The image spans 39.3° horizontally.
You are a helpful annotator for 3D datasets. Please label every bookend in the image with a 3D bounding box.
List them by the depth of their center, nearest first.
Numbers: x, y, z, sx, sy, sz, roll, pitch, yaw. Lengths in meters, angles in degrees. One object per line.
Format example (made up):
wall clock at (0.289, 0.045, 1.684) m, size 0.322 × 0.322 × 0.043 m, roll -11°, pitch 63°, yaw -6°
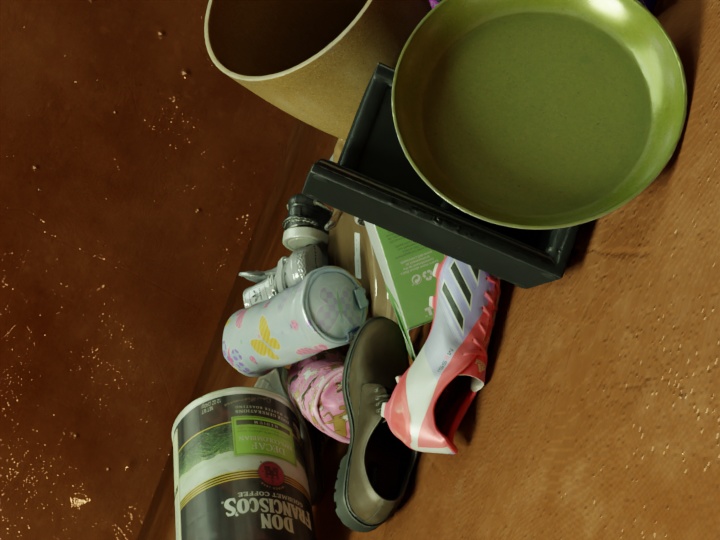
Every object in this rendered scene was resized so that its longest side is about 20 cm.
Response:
bookend at (0.084, -0.118, 0.765) m, size 0.092 × 0.196 × 0.203 m, roll 141°, pitch 151°, yaw -80°

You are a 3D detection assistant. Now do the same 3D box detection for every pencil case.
pencil case at (-0.027, 0.131, 1.093) m, size 0.087 × 0.082 × 0.200 m, roll -55°, pitch 11°, yaw -5°
pencil case at (-0.075, 0.059, 1.115) m, size 0.090 × 0.084 × 0.199 m, roll -34°, pitch 5°, yaw -40°

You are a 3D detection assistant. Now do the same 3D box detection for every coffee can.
coffee can at (-0.122, 0.245, 1.045) m, size 0.147 × 0.144 × 0.202 m, roll -59°, pitch 30°, yaw 34°

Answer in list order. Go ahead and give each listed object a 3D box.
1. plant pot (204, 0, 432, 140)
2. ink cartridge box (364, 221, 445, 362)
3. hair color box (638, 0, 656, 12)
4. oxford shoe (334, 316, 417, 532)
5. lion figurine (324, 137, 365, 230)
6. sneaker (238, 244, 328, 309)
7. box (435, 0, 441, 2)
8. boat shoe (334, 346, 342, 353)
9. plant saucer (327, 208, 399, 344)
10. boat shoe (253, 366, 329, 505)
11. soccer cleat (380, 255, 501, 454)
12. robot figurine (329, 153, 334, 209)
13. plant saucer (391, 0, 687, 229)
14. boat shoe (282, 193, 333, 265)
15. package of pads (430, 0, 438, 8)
plant pot at (-0.002, -0.191, 0.879) m, size 0.184 × 0.200 × 0.189 m, roll -17°, pitch 56°, yaw 27°
ink cartridge box at (0.048, -0.009, 0.971) m, size 0.104 × 0.058 × 0.203 m, roll -119°, pitch 11°, yaw -75°
hair color box at (0.151, -0.276, 0.813) m, size 0.198 × 0.065 × 0.111 m, roll 16°, pitch 81°, yaw 34°
oxford shoe at (0.027, 0.128, 0.915) m, size 0.084 × 0.072 × 0.203 m, roll 134°, pitch 144°, yaw -53°
lion figurine at (0.010, -0.146, 1.053) m, size 0.200 × 0.072 × 0.124 m, roll -48°, pitch 37°, yaw 31°
sneaker at (-0.094, 0.023, 1.224) m, size 0.200 × 0.113 × 0.076 m, roll 61°, pitch -162°, yaw -79°
box at (0.103, -0.270, 0.965) m, size 0.040 × 0.198 × 0.137 m, roll -62°, pitch 12°, yaw 9°
boat shoe at (-0.064, 0.097, 1.316) m, size 0.066 × 0.074 × 0.200 m, roll -25°, pitch 17°, yaw 18°
plant saucer at (0.000, 0.000, 1.139) m, size 0.200 × 0.029 × 0.204 m, roll 176°, pitch 90°, yaw -71°
boat shoe at (-0.069, 0.193, 1.206) m, size 0.075 × 0.073 × 0.202 m, roll -50°, pitch 39°, yaw 29°
soccer cleat at (0.085, 0.054, 0.829) m, size 0.076 × 0.066 × 0.202 m, roll 13°, pitch 73°, yaw 46°
robot figurine at (0.018, -0.114, 1.265) m, size 0.200 × 0.111 × 0.173 m, roll -159°, pitch 66°, yaw -78°
plant saucer at (0.120, -0.115, 0.691) m, size 0.031 × 0.197 × 0.203 m, roll 71°, pitch -144°, yaw -67°
boat shoe at (-0.041, -0.041, 1.285) m, size 0.073 × 0.199 × 0.061 m, roll -7°, pitch 72°, yaw 26°
package of pads at (0.060, -0.245, 1.107) m, size 0.068 × 0.197 × 0.156 m, roll -67°, pitch 1°, yaw -83°
